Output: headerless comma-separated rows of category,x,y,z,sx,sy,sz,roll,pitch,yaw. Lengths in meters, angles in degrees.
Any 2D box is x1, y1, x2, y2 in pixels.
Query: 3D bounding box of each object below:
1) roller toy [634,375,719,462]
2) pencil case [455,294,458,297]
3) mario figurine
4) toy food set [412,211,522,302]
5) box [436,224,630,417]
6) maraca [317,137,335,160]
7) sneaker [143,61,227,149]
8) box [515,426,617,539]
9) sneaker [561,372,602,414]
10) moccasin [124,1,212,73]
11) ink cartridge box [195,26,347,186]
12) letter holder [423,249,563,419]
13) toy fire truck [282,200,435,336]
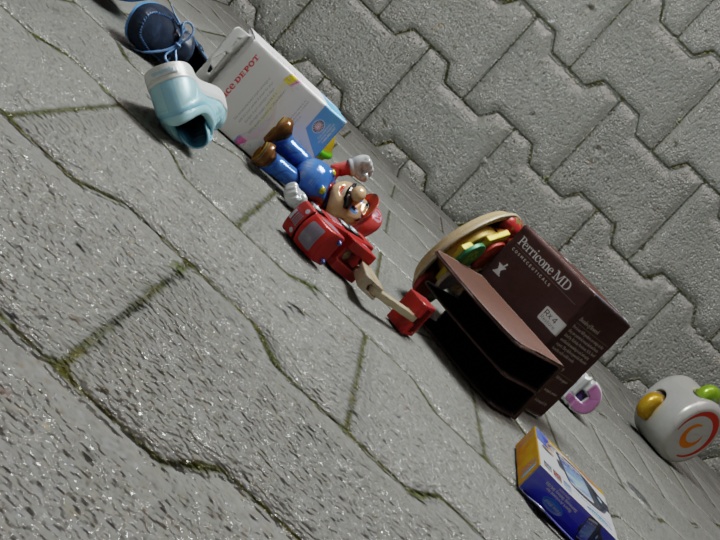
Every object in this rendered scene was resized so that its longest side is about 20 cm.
roller toy,0.753,0.351,2.605,0.140,0.198,0.184,-126,-159,-49
pencil case,0.205,0.006,2.049,0.084,0.093,0.200,16,15,-12
mario figurine,-0.044,-0.124,1.486,0.199,0.124,0.106,38,1,-17
toy food set,0.159,-0.016,1.628,0.196,0.200,0.049,-19,67,-36
box,0.254,0.078,1.608,0.166,0.200,0.164,49,11,35
maraca,-0.116,-0.243,1.724,0.199,0.107,0.137,37,12,-36
sneaker,-0.196,-0.173,1.256,0.200,0.073,0.083,22,52,-78
box,0.231,0.252,1.237,0.119,0.042,0.200,44,7,1
sneaker,0.364,0.181,2.031,0.201,0.080,0.088,50,3,6
moccasin,-0.259,-0.323,1.537,0.068,0.081,0.200,34,7,16
ink cartridge box,-0.139,-0.242,1.553,0.200,0.129,0.125,41,9,-19
letter holder,0.154,0.083,1.473,0.142,0.101,0.200,29,17,-50
toy fire truck,0.000,0.000,1.329,0.141,0.049,0.200,50,11,31
